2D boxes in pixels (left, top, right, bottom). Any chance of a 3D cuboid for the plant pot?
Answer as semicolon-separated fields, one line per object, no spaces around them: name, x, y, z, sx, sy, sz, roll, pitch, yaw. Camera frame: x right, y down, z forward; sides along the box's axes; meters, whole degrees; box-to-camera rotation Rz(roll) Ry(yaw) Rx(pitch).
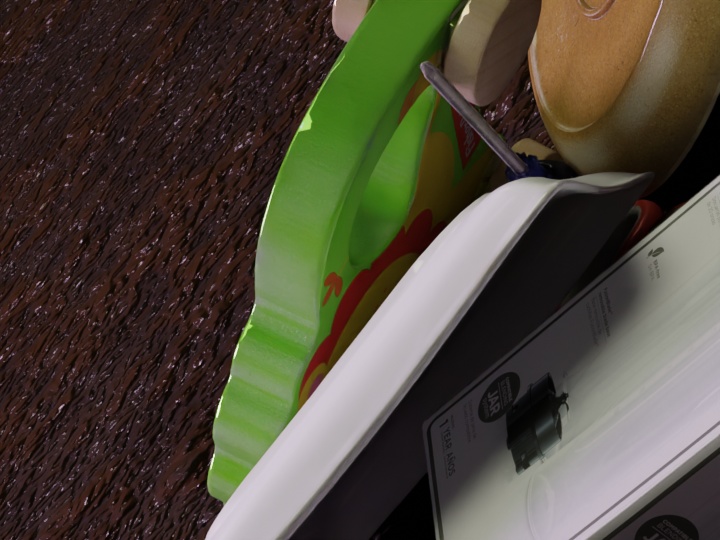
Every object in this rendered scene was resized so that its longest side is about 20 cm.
plant pot;0.104;-0.127;1.143;0.200;0.027;0.201;-172;90;-74

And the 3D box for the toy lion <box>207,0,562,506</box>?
toy lion;0.000;0.000;1.095;0.192;0.068;0.200;-58;-19;-20

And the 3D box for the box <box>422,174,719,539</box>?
box;0.113;0.038;0.919;0.200;0.060;0.117;-42;28;21

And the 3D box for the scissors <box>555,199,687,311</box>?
scissors;0.073;0.052;1.062;0.073;0.014;0.201;-13;43;55

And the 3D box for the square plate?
square plate;0.017;0.039;1.017;0.198;0.028;0.200;-52;-10;11

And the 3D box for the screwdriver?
screwdriver;0.053;-0.045;1.058;0.028;0.200;0.029;0;70;20
